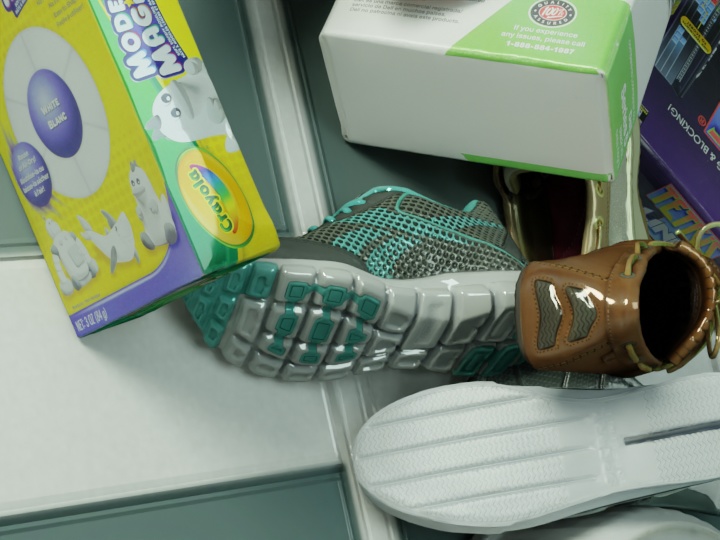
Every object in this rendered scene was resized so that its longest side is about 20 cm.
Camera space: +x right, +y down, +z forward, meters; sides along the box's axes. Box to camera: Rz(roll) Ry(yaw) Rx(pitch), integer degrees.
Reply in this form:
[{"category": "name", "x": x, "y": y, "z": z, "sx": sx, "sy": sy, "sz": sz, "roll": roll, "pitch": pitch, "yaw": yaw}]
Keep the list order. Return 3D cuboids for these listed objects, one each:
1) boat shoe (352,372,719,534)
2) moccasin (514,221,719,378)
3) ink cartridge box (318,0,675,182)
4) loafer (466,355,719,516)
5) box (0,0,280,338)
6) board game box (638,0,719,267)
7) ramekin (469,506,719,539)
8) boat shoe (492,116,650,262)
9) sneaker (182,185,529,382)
[{"category": "boat shoe", "x": 0.098, "y": 0.092, "z": 0.922, "sx": 0.200, "sy": 0.071, "sz": 0.072, "roll": -4, "pitch": 72, "yaw": 6}, {"category": "moccasin", "x": 0.143, "y": 0.014, "z": 0.927, "sx": 0.201, "sy": 0.078, "sz": 0.074, "roll": 10, "pitch": 79, "yaw": -63}, {"category": "ink cartridge box", "x": 0.084, "y": -0.153, "z": 0.978, "sx": 0.084, "sy": 0.145, "sz": 0.200, "roll": 75, "pitch": 31, "yaw": -50}, {"category": "loafer", "x": 0.140, "y": 0.092, "z": 1.005, "sx": 0.200, "sy": 0.063, "sz": 0.072, "roll": 18, "pitch": 77, "yaw": -14}, {"category": "box", "x": -0.116, "y": -0.081, "z": 0.814, "sx": 0.048, "sy": 0.117, "sz": 0.200, "roll": -20, "pitch": 87, "yaw": -38}, {"category": "board game box", "x": 0.224, "y": -0.063, "z": 1.132, "sx": 0.200, "sy": 0.057, "sz": 0.165, "roll": 47, "pitch": 50, "yaw": -17}, {"category": "ramekin", "x": 0.131, "y": 0.207, "z": 0.931, "sx": 0.202, "sy": 0.094, "sz": 0.203, "roll": 15, "pitch": 66, "yaw": -36}, {"category": "boat shoe", "x": 0.106, "y": -0.056, "z": 1.019, "sx": 0.066, "sy": 0.074, "sz": 0.200, "roll": -3, "pitch": 76, "yaw": -46}, {"category": "sneaker", "x": 0.000, "y": 0.000, "z": 0.925, "sx": 0.200, "sy": 0.078, "sz": 0.091, "roll": 5, "pitch": 45, "yaw": -33}]
